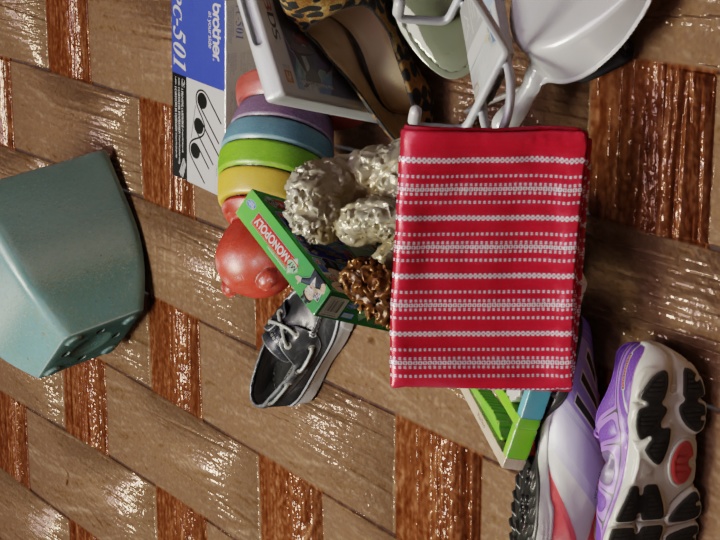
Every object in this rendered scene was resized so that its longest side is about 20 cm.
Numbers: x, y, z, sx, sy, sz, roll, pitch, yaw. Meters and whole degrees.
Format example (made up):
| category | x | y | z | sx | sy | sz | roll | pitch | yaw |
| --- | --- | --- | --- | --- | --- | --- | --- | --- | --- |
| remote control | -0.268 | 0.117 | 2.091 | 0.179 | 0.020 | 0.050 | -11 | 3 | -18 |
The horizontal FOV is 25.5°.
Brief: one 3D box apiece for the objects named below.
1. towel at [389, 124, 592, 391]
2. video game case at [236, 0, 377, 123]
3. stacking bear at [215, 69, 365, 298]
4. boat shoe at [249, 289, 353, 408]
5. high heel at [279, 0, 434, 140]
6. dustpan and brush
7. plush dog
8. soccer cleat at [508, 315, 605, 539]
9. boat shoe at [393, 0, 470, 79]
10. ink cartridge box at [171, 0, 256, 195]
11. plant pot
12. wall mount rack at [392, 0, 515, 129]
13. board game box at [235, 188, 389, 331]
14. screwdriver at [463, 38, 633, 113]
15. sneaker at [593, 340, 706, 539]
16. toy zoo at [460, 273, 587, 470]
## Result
| category | x | y | z | sx | sy | sz | roll | pitch | yaw |
| --- | --- | --- | --- | --- | --- | --- | --- | --- | --- |
| towel | 0.096 | -0.009 | 1.176 | 0.022 | 0.144 | 0.201 | -103 | 15 | -80 |
| video game case | -0.047 | -0.223 | 1.378 | 0.023 | 0.200 | 0.183 | -21 | 80 | 26 |
| stacking bear | -0.079 | -0.070 | 1.443 | 0.121 | 0.114 | 0.201 | -8 | 64 | 42 |
| boat shoe | -0.064 | 0.063 | 1.578 | 0.072 | 0.068 | 0.200 | 56 | 139 | 30 |
| high heel | 0.001 | -0.173 | 1.329 | 0.071 | 0.200 | 0.143 | -20 | 78 | 26 |
| dustpan and brush | 0.145 | -0.175 | 1.202 | 0.200 | 0.057 | 0.140 | -50 | 40 | 17 |
| plush dog | 0.056 | -0.017 | 1.270 | 0.160 | 0.199 | 0.173 | -32 | 55 | 37 |
| soccer cleat | 0.170 | 0.133 | 1.276 | 0.068 | 0.073 | 0.201 | 176 | 102 | -74 |
| boat shoe | 0.053 | -0.253 | 1.339 | 0.071 | 0.061 | 0.202 | -25 | 84 | 11 |
| ink cartridge box | -0.145 | -0.181 | 1.582 | 0.094 | 0.044 | 0.201 | 25 | 121 | 44 |
| plant pot | -0.367 | 0.007 | 1.907 | 0.201 | 0.196 | 0.196 | 58 | 141 | 13 |
| wall mount rack | 0.075 | -0.202 | 1.198 | 0.174 | 0.074 | 0.201 | 114 | 155 | -53 |
| board game box | 0.000 | 0.000 | 1.359 | 0.029 | 0.199 | 0.135 | -54 | 51 | 18 |
| screwdriver | 0.142 | -0.146 | 1.260 | 0.200 | 0.028 | 0.029 | -23 | 51 | 52 |
| sneaker | 0.214 | 0.149 | 1.216 | 0.083 | 0.080 | 0.201 | -142 | 57 | -65 |
| toy zoo | 0.132 | 0.041 | 1.278 | 0.131 | 0.020 | 0.201 | -117 | 39 | -61 |
